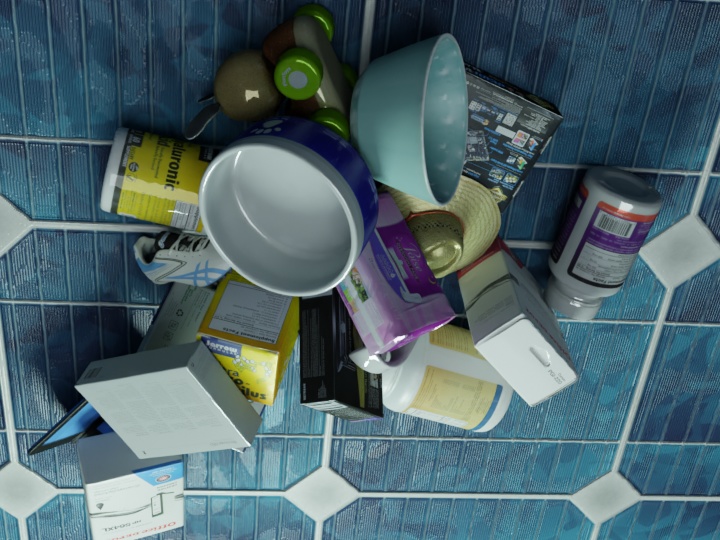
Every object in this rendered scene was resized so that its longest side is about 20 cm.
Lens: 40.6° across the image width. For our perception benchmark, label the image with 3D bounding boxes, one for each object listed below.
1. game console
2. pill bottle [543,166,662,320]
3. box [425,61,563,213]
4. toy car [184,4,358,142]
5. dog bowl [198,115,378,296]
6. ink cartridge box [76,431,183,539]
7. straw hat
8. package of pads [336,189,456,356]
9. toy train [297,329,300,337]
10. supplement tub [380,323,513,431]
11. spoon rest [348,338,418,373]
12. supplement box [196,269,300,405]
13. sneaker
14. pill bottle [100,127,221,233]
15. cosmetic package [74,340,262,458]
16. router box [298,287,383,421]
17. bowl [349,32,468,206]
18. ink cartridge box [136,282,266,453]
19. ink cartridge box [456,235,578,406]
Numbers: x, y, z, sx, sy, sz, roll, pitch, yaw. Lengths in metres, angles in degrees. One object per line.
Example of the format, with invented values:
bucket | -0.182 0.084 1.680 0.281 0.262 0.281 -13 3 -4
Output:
game console | -0.361 0.237 1.457 0.200 0.118 0.171 -40 110 19
pill bottle | 0.329 -0.034 1.357 0.111 0.112 0.200 12 121 -12
box | 0.142 -0.182 1.285 0.199 0.046 0.159 20 118 -17
toy car | -0.117 -0.210 1.186 0.199 0.164 0.158 -16 122 16
dog bowl | -0.082 -0.073 1.126 0.199 0.079 0.201 13 128 17
ink cartridge box | -0.348 0.329 1.491 0.146 0.084 0.200 -11 140 -19
straw hat | 0.093 -0.035 1.311 0.200 0.085 0.201 0 132 0
package of pads | 0.025 -0.001 1.234 0.120 0.200 0.076 -17 164 -42
toy train | -0.060 0.099 1.395 0.034 0.046 0.200 0 160 6
supplement tub | 0.112 0.148 1.431 0.199 0.145 0.145 16 119 -14
spoon rest | 0.051 0.076 1.314 0.099 0.200 0.061 -24 106 36
supplement box | -0.138 0.061 1.301 0.108 0.200 0.110 14 134 4
sneaker | -0.230 -0.021 1.295 0.200 0.072 0.073 -5 136 40
pill bottle | -0.227 -0.110 1.260 0.199 0.111 0.112 13 120 -13
cosmetic package | -0.249 0.173 1.266 0.200 0.052 0.151 -12 124 31
router box | -0.025 0.091 1.299 0.052 0.201 0.157 -10 159 22
bowl | 0.054 -0.179 1.159 0.105 0.201 0.201 4 125 19
ink cartridge box | -0.217 0.134 1.396 0.200 0.043 0.197 28 80 -21
ink cartridge box | 0.215 0.068 1.357 0.085 0.200 0.146 -36 118 17
